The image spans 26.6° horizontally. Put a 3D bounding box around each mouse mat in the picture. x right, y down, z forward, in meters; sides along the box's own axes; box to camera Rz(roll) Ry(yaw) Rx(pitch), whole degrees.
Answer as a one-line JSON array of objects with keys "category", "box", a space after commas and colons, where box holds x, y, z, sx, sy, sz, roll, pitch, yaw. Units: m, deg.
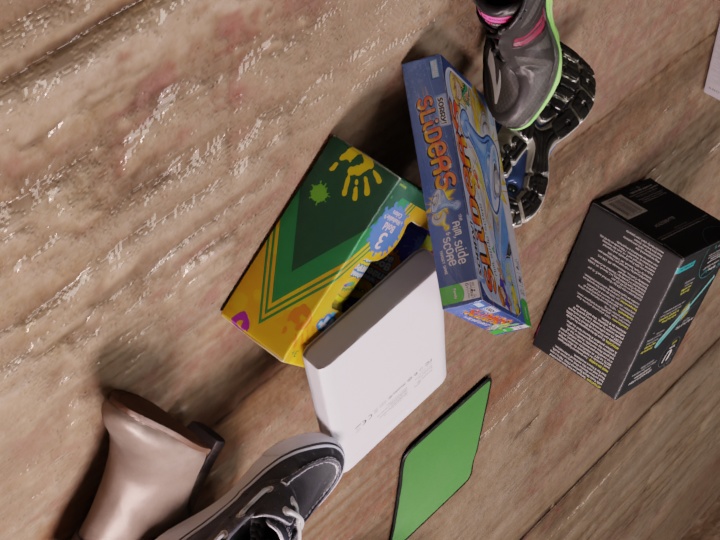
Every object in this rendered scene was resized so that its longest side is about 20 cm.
[{"category": "mouse mat", "box": [0.091, 0.226, 1.760, 0.161, 0.008, 0.200, -37, 151, -34]}]

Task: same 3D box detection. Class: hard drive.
[{"category": "hard drive", "box": [0.016, 0.078, 1.245, 0.132, 0.027, 0.200, -41, 155, -18]}]

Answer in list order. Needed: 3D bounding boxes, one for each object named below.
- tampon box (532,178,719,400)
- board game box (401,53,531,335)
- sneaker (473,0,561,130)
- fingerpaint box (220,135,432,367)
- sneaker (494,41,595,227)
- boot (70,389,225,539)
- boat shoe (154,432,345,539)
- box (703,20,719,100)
[{"category": "tampon box", "box": [0.317, 0.020, 1.771, 0.150, 0.126, 0.200, -21, 139, -50]}, {"category": "board game box", "box": [0.085, -0.057, 1.213, 0.135, 0.034, 0.200, 24, 54, -66]}, {"category": "sneaker", "box": [0.117, -0.204, 1.207, 0.084, 0.077, 0.200, -26, 131, -38]}, {"category": "fingerpaint box", "box": [0.000, 0.000, 1.235, 0.167, 0.073, 0.200, -57, 155, 4]}, {"category": "sneaker", "box": [0.140, -0.121, 1.356, 0.200, 0.079, 0.089, -60, -165, -21]}, {"category": "boot", "box": [-0.176, 0.172, 1.137, 0.146, 0.070, 0.200, -53, 155, -1]}, {"category": "boat shoe", "box": [-0.075, 0.196, 1.176, 0.200, 0.068, 0.072, -30, 121, -35]}, {"category": "box", "box": [0.461, -0.305, 1.743, 0.144, 0.036, 0.200, -42, 153, -27]}]
